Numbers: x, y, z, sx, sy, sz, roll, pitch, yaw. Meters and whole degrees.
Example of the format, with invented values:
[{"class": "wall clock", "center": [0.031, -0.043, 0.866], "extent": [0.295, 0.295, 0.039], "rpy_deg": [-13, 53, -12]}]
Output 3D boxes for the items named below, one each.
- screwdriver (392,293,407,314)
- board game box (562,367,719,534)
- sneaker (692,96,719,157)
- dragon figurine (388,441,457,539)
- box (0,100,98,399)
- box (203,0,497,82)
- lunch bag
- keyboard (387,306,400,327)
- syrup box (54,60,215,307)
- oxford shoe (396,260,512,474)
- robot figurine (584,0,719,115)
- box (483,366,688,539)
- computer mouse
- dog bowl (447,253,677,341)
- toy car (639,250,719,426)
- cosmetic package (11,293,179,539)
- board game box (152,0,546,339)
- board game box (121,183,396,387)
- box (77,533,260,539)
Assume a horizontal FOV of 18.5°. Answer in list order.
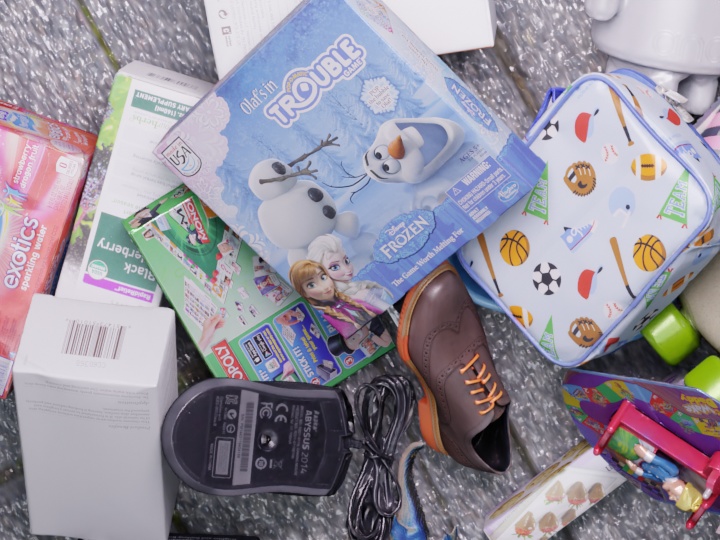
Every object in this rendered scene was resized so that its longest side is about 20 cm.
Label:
[{"class": "screwdriver", "center": [0.000, 0.000, 1.655], "extent": [0.200, 0.028, 0.029], "rpy_deg": [30, 110, -30]}, {"class": "board game box", "center": [0.221, 0.142, 1.593], "extent": [0.039, 0.200, 0.158], "rpy_deg": [-53, 126, -24]}, {"class": "sneaker", "center": [0.274, -0.078, 1.598], "extent": [0.200, 0.070, 0.082], "rpy_deg": [-42, 66, 11]}, {"class": "dragon figurine", "center": [0.046, 0.227, 1.732], "extent": [0.099, 0.059, 0.200], "rpy_deg": [21, 104, 0]}, {"class": "box", "center": [-0.276, -0.019, 1.684], "extent": [0.102, 0.095, 0.200], "rpy_deg": [20, 103, 0]}, {"class": "box", "center": [-0.006, -0.202, 1.605], "extent": [0.199, 0.124, 0.098], "rpy_deg": [-8, 102, 7]}, {"class": "lunch bag", "center": [0.167, -0.042, 1.563], "extent": [0.160, 0.075, 0.200], "rpy_deg": [50, 120, 19]}, {"class": "keyboard", "center": [0.009, -0.043, 1.699], "extent": [0.056, 0.011, 0.200], "rpy_deg": [-29, 99, 10]}, {"class": "syrup box", "center": [-0.167, -0.050, 1.675], "extent": [0.079, 0.081, 0.201], "rpy_deg": [17, 102, 0]}, {"class": "oxford shoe", "center": [0.080, 0.073, 1.645], "extent": [0.071, 0.072, 0.200], "rpy_deg": [-41, 140, -22]}, {"class": "robot figurine", "center": [0.231, -0.214, 1.587], "extent": [0.169, 0.113, 0.201], "rpy_deg": [-5, 111, -39]}, {"class": "box", "center": [0.183, 0.152, 1.714], "extent": [0.200, 0.041, 0.039], "rpy_deg": [-38, 97, 12]}, {"class": "computer mouse", "center": [-0.062, 0.132, 1.660], "extent": [0.199, 0.053, 0.139], "rpy_deg": [11, 88, -24]}, {"class": "dog bowl", "center": [0.149, -0.007, 1.673], "extent": [0.199, 0.050, 0.112], "rpy_deg": [17, 103, -1]}, {"class": "toy car", "center": [0.326, 0.061, 1.636], "extent": [0.164, 0.158, 0.200], "rpy_deg": [-40, 134, 4]}, {"class": "cosmetic package", "center": [-0.196, 0.118, 1.671], "extent": [0.112, 0.081, 0.200], "rpy_deg": [7, 138, 2]}, {"class": "board game box", "center": [-0.010, -0.079, 1.543], "extent": [0.199, 0.043, 0.200], "rpy_deg": [44, 123, -8]}, {"class": "board game box", "center": [-0.074, 0.011, 1.660], "extent": [0.134, 0.029, 0.200], "rpy_deg": [-31, 117, -6]}, {"class": "box", "center": [-0.159, 0.282, 1.689], "extent": [0.148, 0.200, 0.107], "rpy_deg": [2, 103, 5]}]
